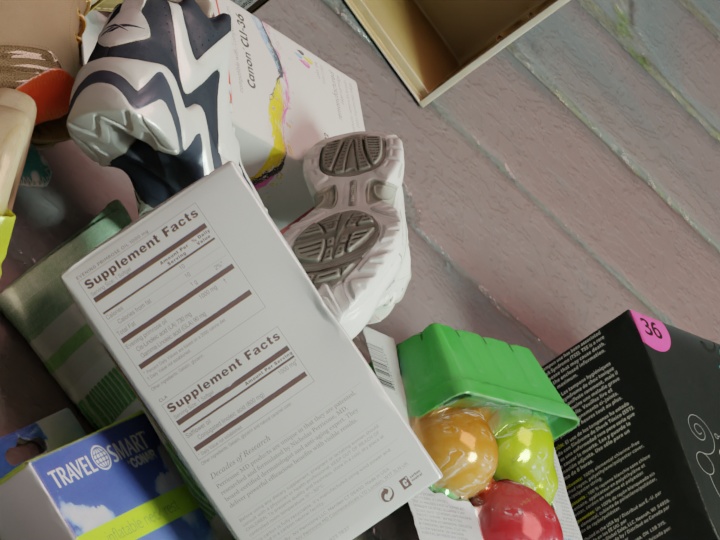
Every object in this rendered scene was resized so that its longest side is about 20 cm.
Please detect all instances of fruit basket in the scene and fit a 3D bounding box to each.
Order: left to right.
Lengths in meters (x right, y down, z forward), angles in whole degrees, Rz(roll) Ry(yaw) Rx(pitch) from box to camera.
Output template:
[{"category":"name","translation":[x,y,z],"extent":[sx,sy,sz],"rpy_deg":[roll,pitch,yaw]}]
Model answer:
[{"category":"fruit basket","translation":[0.075,0.140,1.708],"extent":[0.185,0.094,0.200],"rpy_deg":[15,56,-50]}]

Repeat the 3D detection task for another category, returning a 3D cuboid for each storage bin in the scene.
[{"category":"storage bin","translation":[0.075,-0.264,2.002],"extent":[0.199,0.200,0.094],"rpy_deg":[54,27,-3]}]

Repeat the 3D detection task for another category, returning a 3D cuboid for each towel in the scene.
[{"category":"towel","translation":[-0.110,0.064,1.554],"extent":[0.200,0.023,0.153],"rpy_deg":[53,29,-6]}]

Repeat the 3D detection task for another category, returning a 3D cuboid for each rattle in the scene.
[{"category":"rattle","translation":[-0.235,-0.054,1.445],"extent":[0.200,0.142,0.130],"rpy_deg":[-85,174,-49]}]

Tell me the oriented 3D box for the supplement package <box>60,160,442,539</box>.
[{"category":"supplement package","translation":[-0.062,0.055,1.454],"extent":[0.200,0.109,0.114],"rpy_deg":[56,-6,-3]}]

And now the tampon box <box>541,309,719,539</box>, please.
[{"category":"tampon box","translation":[0.207,0.153,1.840],"extent":[0.150,0.126,0.200],"rpy_deg":[20,44,-48]}]

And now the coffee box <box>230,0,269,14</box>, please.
[{"category":"coffee box","translation":[-0.155,-0.236,1.744],"extent":[0.200,0.080,0.113],"rpy_deg":[28,38,-41]}]

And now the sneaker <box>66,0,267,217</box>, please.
[{"category":"sneaker","translation":[-0.096,-0.092,1.570],"extent":[0.199,0.079,0.130],"rpy_deg":[46,47,-48]}]

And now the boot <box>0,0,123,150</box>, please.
[{"category":"boot","translation":[-0.174,-0.141,1.606],"extent":[0.200,0.073,0.156],"rpy_deg":[9,51,-40]}]

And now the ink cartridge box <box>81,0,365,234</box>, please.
[{"category":"ink cartridge box","translation":[-0.084,-0.105,1.727],"extent":[0.200,0.067,0.117],"rpy_deg":[29,37,-39]}]

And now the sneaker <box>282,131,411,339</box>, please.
[{"category":"sneaker","translation":[0.000,0.000,1.640],"extent":[0.200,0.078,0.100],"rpy_deg":[-72,153,-56]}]

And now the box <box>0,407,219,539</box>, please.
[{"category":"box","translation":[-0.117,0.160,1.416],"extent":[0.200,0.048,0.122],"rpy_deg":[58,27,5]}]
